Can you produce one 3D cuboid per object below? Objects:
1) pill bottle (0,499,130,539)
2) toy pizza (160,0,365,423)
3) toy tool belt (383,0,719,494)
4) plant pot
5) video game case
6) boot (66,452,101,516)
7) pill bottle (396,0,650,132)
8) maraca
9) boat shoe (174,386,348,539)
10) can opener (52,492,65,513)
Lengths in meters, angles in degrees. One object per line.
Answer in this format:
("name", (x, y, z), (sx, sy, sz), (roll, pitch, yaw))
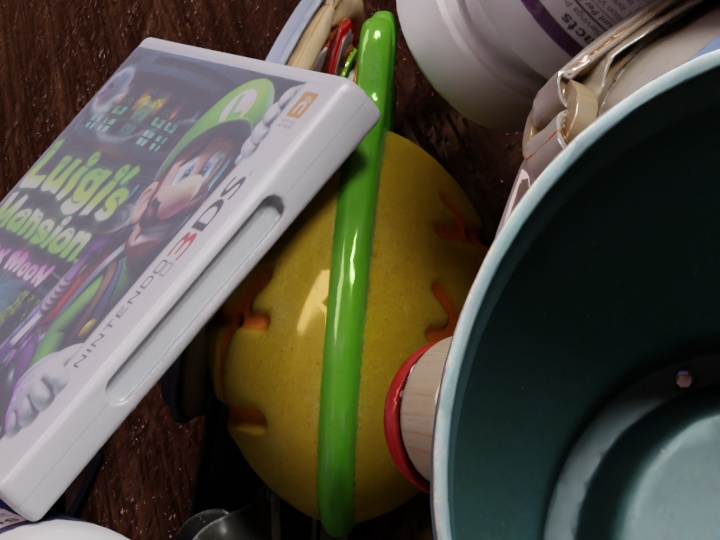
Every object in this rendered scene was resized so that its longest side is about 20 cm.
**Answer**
("pill bottle", (-0.121, 0.135, 0.803), (0.200, 0.111, 0.111), (8, 67, 56))
("toy pizza", (-0.032, -0.027, 0.985), (0.200, 0.032, 0.201), (21, -90, -83))
("toy tool belt", (0.104, -0.009, 0.675), (0.200, 0.125, 0.123), (-46, 24, -27))
("plant pot", (0.107, 0.060, 0.543), (0.201, 0.199, 0.134), (-63, -1, -15))
("video game case", (-0.097, -0.007, 0.863), (0.182, 0.023, 0.200), (-50, 25, -10))
("boot", (-0.165, 0.035, 1.166), (0.075, 0.097, 0.201), (-29, 36, 46))
("pill bottle", (0.106, -0.130, 0.842), (0.200, 0.112, 0.113), (-33, 33, 42))
("maraca", (0.000, 0.000, 0.867), (0.137, 0.106, 0.201), (96, 180, -60))
("boat shoe", (-0.046, 0.120, 0.877), (0.071, 0.064, 0.201), (-39, 30, 34))
("can opener", (-0.130, 0.056, 0.975), (0.200, 0.063, 0.079), (-49, -30, -45))
